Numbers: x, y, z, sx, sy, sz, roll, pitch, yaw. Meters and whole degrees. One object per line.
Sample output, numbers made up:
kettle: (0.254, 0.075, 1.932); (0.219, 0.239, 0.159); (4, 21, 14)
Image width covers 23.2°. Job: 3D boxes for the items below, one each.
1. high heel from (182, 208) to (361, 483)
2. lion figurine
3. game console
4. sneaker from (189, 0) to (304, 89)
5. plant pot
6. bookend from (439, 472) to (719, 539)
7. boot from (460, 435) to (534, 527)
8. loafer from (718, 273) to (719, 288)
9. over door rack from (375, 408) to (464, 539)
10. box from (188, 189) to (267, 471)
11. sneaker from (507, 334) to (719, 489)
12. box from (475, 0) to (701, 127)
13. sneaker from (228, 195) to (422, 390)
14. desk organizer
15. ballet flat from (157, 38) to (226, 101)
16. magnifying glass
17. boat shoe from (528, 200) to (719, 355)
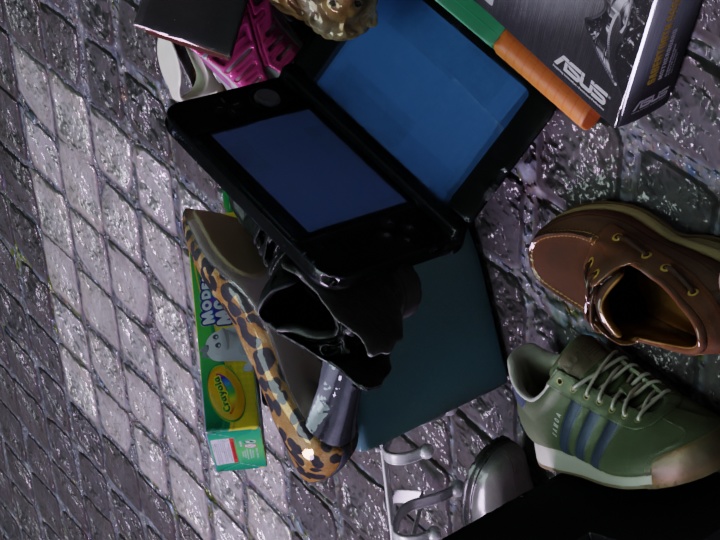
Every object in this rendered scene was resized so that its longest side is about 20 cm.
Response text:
high heel: (-0.073, 0.054, 1.243); (0.200, 0.071, 0.144); (39, 132, 32)
lion figurine: (-0.084, -0.215, 1.171); (0.197, 0.072, 0.124); (1, 100, 12)
game console: (-0.004, -0.106, 1.155); (0.200, 0.175, 0.117); (44, 136, 33)
sneaker: (-0.090, -0.174, 1.330); (0.201, 0.081, 0.088); (54, 174, -16)
plant pot: (0.000, 0.000, 1.294); (0.141, 0.140, 0.202); (18, 125, 53)
bookend: (0.158, 0.208, 1.122); (0.199, 0.197, 0.093); (5, 115, 57)
boot: (0.148, 0.223, 1.312); (0.130, 0.067, 0.202); (22, 135, 40)
loafer: (0.247, -0.045, 0.913); (0.072, 0.062, 0.201); (52, 150, 23)
over door rack: (0.046, 0.158, 1.353); (0.200, 0.066, 0.150); (-96, 0, -70)
box: (-0.106, 0.044, 1.373); (0.118, 0.048, 0.202); (91, 174, -68)
sneaker: (0.160, 0.087, 1.159); (0.200, 0.067, 0.091); (-3, 115, 63)
box: (0.117, -0.206, 1.021); (0.200, 0.048, 0.159); (48, 148, 29)
sneaker: (-0.037, -0.001, 1.152); (0.199, 0.104, 0.060); (36, 127, 24)
desk organizer: (-0.095, -0.255, 1.234); (0.077, 0.071, 0.202); (-141, 68, -87)
ballet flat: (-0.122, -0.145, 1.405); (0.068, 0.068, 0.201); (15, 141, 44)
magnifying glass: (0.077, -0.159, 1.123); (0.200, 0.022, 0.079); (42, -170, 21)
boat shoe: (0.166, 0.007, 1.086); (0.199, 0.067, 0.073); (20, 129, 53)
